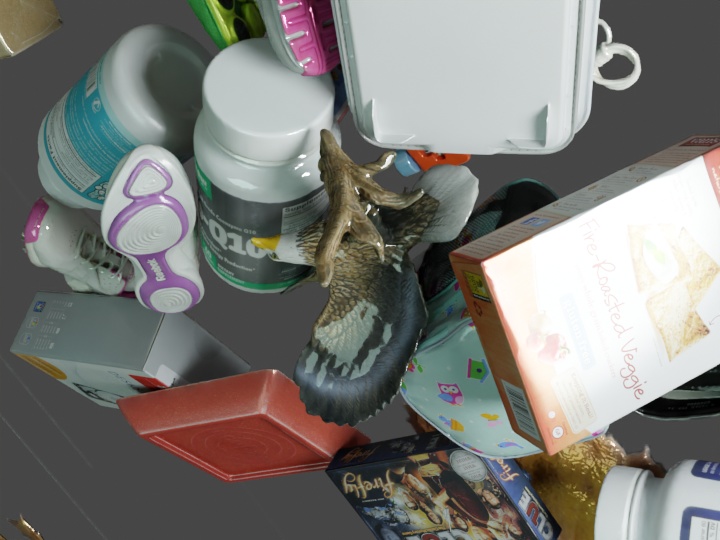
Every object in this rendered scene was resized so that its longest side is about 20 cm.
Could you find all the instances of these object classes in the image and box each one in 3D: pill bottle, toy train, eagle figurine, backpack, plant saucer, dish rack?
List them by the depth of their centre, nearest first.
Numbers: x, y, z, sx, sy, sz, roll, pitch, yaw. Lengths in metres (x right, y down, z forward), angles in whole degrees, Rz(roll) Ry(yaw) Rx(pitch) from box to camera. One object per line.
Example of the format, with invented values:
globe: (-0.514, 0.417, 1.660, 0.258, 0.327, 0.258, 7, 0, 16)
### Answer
dish rack: (0.062, -0.146, 0.580, 0.170, 0.044, 0.201, 3, 140, 12)
toy train: (0.086, -0.146, 0.650, 0.199, 0.056, 0.150, -22, 129, 36)
eagle figurine: (-0.007, -0.003, 0.678, 0.150, 0.152, 0.201, 33, 152, 26)
backpack: (0.107, 0.054, 0.724, 0.175, 0.154, 0.200, 38, 146, -17)
pill bottle: (-0.074, -0.078, 0.735, 0.112, 0.113, 0.201, 28, 149, 11)
pill bottle: (0.300, 0.218, 0.754, 0.199, 0.120, 0.120, 4, 127, 32)
pill bottle: (-0.211, -0.123, 0.818, 0.199, 0.111, 0.111, -25, 109, 44)
plant saucer: (-0.119, 0.172, 0.964, 0.199, 0.037, 0.200, -14, 145, 25)

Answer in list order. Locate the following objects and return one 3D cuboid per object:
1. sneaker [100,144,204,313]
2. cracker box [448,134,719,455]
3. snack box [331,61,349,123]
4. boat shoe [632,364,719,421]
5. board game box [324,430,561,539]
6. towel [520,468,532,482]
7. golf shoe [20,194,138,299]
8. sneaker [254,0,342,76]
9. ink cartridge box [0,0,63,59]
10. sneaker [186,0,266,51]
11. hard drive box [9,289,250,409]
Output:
sneaker: (-0.174, -0.047, 0.775, 0.074, 0.100, 0.201, -5, 149, -9)
cracker box: (0.173, 0.011, 0.603, 0.135, 0.199, 0.058, 68, 167, -13)
snack box: (-0.006, -0.189, 0.691, 0.072, 0.024, 0.200, 39, 136, -2)
boat shoe: (0.290, 0.072, 0.685, 0.200, 0.063, 0.074, -14, 114, 38)
board game box: (0.075, 0.220, 0.895, 0.199, 0.035, 0.136, -22, 110, 44)
towel: (0.102, 0.257, 0.968, 0.111, 0.049, 0.201, 24, 135, 16)
golf shoe: (-0.268, -0.019, 0.937, 0.091, 0.076, 0.200, 15, 167, 9)
sneaker: (-0.059, -0.231, 0.641, 0.088, 0.081, 0.202, -8, 95, 52)
ink cartridge box: (-0.383, -0.282, 0.827, 0.164, 0.075, 0.201, -1, 125, 36)
sneaker: (-0.142, -0.244, 0.705, 0.083, 0.074, 0.201, -34, 93, 43)
hard drive box: (-0.246, 0.094, 1.004, 0.199, 0.077, 0.156, 2, 152, 32)
